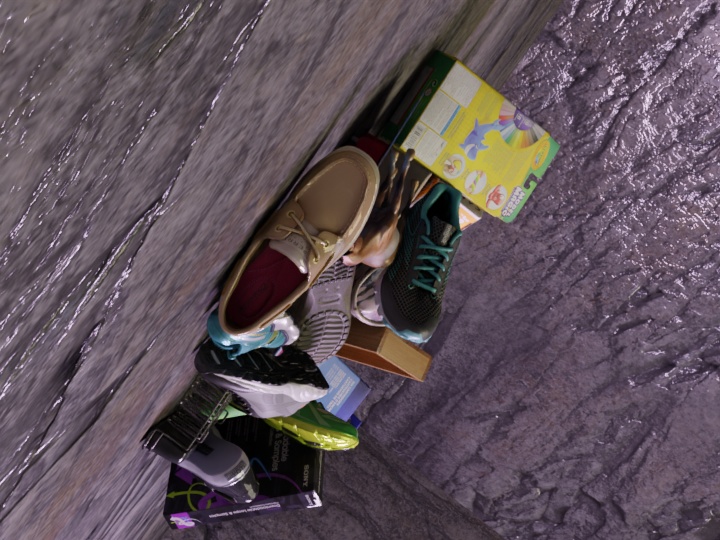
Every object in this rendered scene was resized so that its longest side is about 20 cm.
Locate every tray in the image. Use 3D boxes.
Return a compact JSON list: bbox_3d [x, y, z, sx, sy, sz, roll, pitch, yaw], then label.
[{"bbox_3d":[-0.019,0.079,1.669,0.099,0.200,0.037,34,76,-45],"label":"tray"}]

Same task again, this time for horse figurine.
[{"bbox_3d":[0.021,-0.051,1.446,0.200,0.050,0.133,78,33,-81],"label":"horse figurine"}]

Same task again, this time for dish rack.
[{"bbox_3d":[-0.161,0.128,1.591,0.200,0.054,0.153,-55,179,4],"label":"dish rack"}]

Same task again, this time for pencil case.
[{"bbox_3d":[0.000,0.000,1.635,0.089,0.078,0.200,-23,-157,-13],"label":"pencil case"}]

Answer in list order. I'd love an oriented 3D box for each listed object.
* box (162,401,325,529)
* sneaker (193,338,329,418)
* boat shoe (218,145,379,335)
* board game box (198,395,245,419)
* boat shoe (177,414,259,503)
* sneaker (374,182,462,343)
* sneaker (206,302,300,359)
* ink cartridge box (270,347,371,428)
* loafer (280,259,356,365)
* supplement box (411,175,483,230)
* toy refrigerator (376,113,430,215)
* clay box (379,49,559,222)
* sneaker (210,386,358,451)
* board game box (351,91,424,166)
[{"bbox_3d":[-0.141,0.241,1.734,0.143,0.199,0.036,-88,163,-46],"label":"box"},{"bbox_3d":[-0.111,0.122,1.478,0.079,0.074,0.200,-44,149,14],"label":"sneaker"},{"bbox_3d":[-0.055,-0.018,1.207,0.200,0.074,0.069,-53,-178,15],"label":"boat shoe"},{"bbox_3d":[-0.170,0.192,1.824,0.200,0.095,0.030,-55,-158,33],"label":"board game box"},{"bbox_3d":[-0.175,0.231,1.680,0.070,0.066,0.200,-40,-155,-20],"label":"boat shoe"},{"bbox_3d":[0.068,-0.016,1.492,0.091,0.077,0.200,123,-19,-48],"label":"sneaker"},{"bbox_3d":[-0.111,0.047,1.363,0.080,0.078,0.200,-34,171,-3],"label":"sneaker"},{"bbox_3d":[-0.081,0.168,1.914,0.137,0.200,0.076,-52,-144,-11],"label":"ink cartridge box"},{"bbox_3d":[-0.049,0.027,1.544,0.076,0.068,0.200,-3,133,-25],"label":"loafer"},{"bbox_3d":[0.099,-0.126,1.714,0.126,0.073,0.200,-33,-152,41],"label":"supplement box"},{"bbox_3d":[0.055,-0.136,1.598,0.200,0.076,0.070,-53,178,-2],"label":"toy refrigerator"},{"bbox_3d":[0.126,-0.144,1.547,0.115,0.200,0.048,-56,-140,2],"label":"clay box"},{"bbox_3d":[-0.086,0.153,1.685,0.084,0.200,0.074,-59,170,-19],"label":"sneaker"},{"bbox_3d":[-0.004,-0.106,1.393,0.158,0.039,0.200,-59,-177,-24],"label":"board game box"}]
